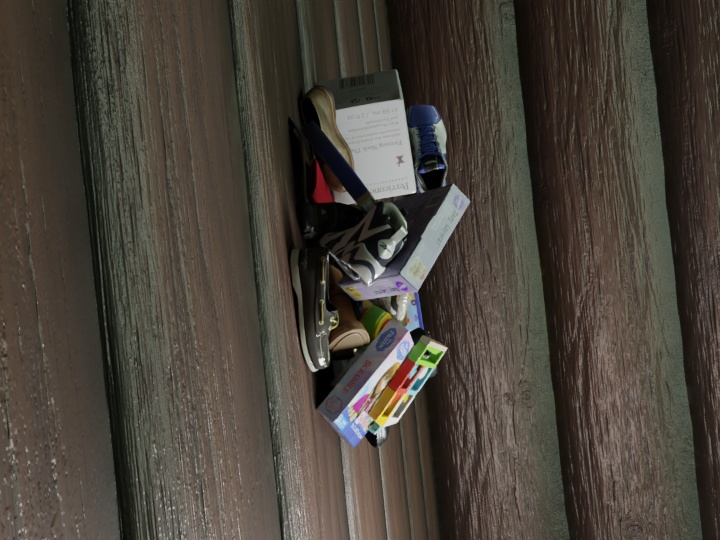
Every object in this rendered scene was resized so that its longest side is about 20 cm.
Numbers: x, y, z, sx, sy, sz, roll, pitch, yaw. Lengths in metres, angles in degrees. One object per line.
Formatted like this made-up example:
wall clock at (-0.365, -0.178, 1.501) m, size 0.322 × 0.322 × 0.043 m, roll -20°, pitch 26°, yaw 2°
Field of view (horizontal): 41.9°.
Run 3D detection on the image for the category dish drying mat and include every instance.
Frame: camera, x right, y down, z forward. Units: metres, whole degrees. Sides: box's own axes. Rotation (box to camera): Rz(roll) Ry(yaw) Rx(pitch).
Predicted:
dish drying mat at (-0.070, -0.128, 1.748) m, size 0.200 × 0.018 × 0.077 m, roll 67°, pitch 19°, yaw -67°

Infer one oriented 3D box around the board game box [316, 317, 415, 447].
board game box at (0.021, 0.200, 1.633) m, size 0.200 × 0.041 × 0.200 m, roll -50°, pitch 159°, yaw -10°

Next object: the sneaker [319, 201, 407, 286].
sneaker at (0.016, -0.054, 1.482) m, size 0.080 × 0.130 × 0.199 m, roll 49°, pitch -5°, yaw -14°

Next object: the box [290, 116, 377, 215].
box at (-0.040, -0.179, 1.585) m, size 0.200 × 0.032 × 0.121 m, roll 52°, pitch 3°, yaw 12°

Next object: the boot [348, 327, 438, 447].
boot at (0.074, 0.222, 1.791) m, size 0.076 × 0.167 × 0.201 m, roll 20°, pitch -56°, yaw 63°

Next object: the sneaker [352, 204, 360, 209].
sneaker at (-0.004, -0.083, 1.979) m, size 0.200 × 0.075 × 0.089 m, roll -62°, pitch 146°, yaw -75°

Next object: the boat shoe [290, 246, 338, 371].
boat shoe at (-0.066, 0.062, 1.476) m, size 0.072 × 0.060 × 0.202 m, roll -70°, pitch 153°, yaw -73°

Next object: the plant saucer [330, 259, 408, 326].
plant saucer at (0.027, 0.042, 1.811) m, size 0.200 × 0.035 × 0.201 m, roll 24°, pitch 50°, yaw -32°

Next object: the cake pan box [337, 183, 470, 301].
cake pan box at (0.070, -0.047, 1.532) m, size 0.052 × 0.184 × 0.200 m, roll 43°, pitch 62°, yaw -23°

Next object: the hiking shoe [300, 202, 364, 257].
hiking shoe at (-0.039, -0.069, 1.620) m, size 0.200 × 0.100 × 0.076 m, roll 49°, pitch 36°, yaw -76°

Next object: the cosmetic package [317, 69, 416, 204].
cosmetic package at (0.011, -0.262, 1.839) m, size 0.167 × 0.166 × 0.201 m, roll -95°, pitch 174°, yaw -58°

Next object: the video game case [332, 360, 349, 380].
video game case at (-0.028, 0.170, 1.807) m, size 0.200 × 0.023 × 0.183 m, roll -50°, pitch 134°, yaw -79°

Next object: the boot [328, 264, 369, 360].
boot at (-0.040, 0.063, 1.598) m, size 0.200 × 0.073 × 0.155 m, roll 123°, pitch -41°, yaw -72°

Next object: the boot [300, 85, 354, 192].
boot at (-0.066, -0.228, 1.703) m, size 0.076 × 0.073 × 0.201 m, roll -56°, pitch 133°, yaw -60°

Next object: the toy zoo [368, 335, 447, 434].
toy zoo at (0.078, 0.210, 1.682) m, size 0.200 × 0.020 × 0.131 m, roll -56°, pitch 159°, yaw 2°

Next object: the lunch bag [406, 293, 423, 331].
lunch bag at (0.043, 0.038, 1.934) m, size 0.094 × 0.150 × 0.201 m, roll -86°, pitch 167°, yaw -81°

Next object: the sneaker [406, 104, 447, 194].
sneaker at (0.142, -0.236, 1.885) m, size 0.115 × 0.080 × 0.200 m, roll -95°, pitch 178°, yaw -88°

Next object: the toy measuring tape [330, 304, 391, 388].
toy measuring tape at (0.006, 0.124, 1.695) m, size 0.200 × 0.073 × 0.074 m, roll -51°, pitch 147°, yaw -28°

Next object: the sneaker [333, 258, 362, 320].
sneaker at (0.000, 0.000, 1.734) m, size 0.074 × 0.087 × 0.201 m, roll -39°, pitch -128°, yaw 51°

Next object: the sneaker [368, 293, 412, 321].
sneaker at (0.042, 0.038, 1.601) m, size 0.200 × 0.087 × 0.076 m, roll 125°, pitch -10°, yaw -81°
